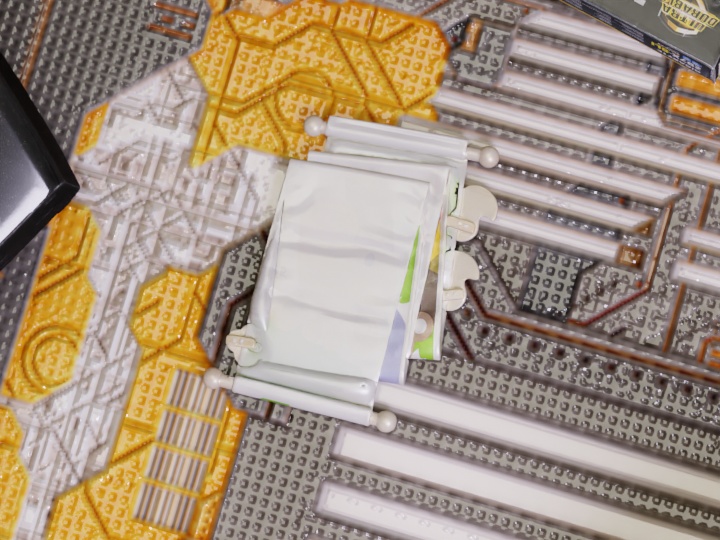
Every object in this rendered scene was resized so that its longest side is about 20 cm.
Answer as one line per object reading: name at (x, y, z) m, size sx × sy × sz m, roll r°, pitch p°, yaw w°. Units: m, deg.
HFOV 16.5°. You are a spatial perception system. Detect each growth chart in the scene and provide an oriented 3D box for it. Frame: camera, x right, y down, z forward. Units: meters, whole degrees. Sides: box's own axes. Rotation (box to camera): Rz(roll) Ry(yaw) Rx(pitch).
growth chart at (0.000, 0.000, 1.546) m, size 0.144 × 0.018 × 0.201 m, roll 19°, pitch 84°, yaw 8°

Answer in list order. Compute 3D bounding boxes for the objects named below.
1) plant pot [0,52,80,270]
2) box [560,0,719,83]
plant pot at (-0.282, -0.065, 1.504) m, size 0.200 × 0.200 × 0.177 m, roll -44°, pitch 91°, yaw -2°
box at (0.171, -0.235, 1.546) m, size 0.199 × 0.049 × 0.160 m, roll 28°, pitch 88°, yaw 9°
